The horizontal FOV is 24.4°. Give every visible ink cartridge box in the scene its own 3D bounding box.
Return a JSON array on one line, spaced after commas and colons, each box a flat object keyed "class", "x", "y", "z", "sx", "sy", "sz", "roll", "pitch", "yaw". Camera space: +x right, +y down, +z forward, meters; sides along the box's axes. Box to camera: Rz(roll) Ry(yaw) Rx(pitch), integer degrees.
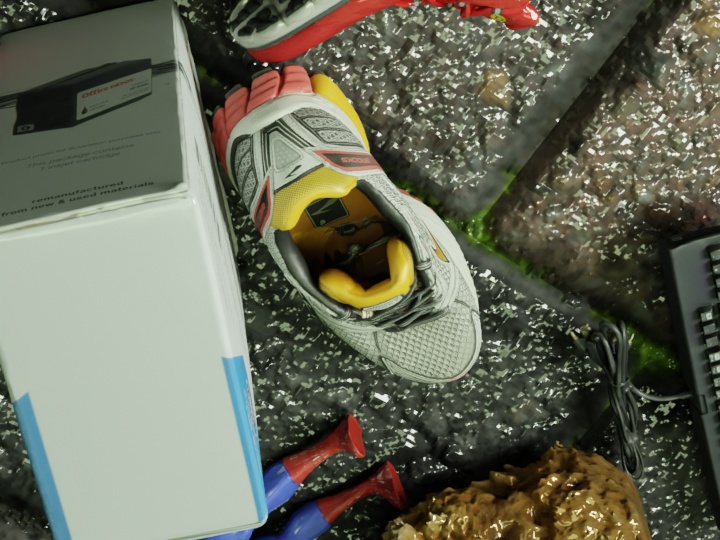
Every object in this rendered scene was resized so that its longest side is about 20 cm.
[{"class": "ink cartridge box", "x": -0.096, "y": -0.005, "z": 0.673, "sx": 0.084, "sy": 0.200, "sz": 0.145, "roll": -12, "pitch": 119, "yaw": -1}]

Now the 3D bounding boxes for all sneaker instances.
[{"class": "sneaker", "x": 0.000, "y": 0.000, "z": 0.746, "sx": 0.078, "sy": 0.082, "sz": 0.200, "roll": -33, "pitch": 137, "yaw": 9}, {"class": "sneaker", "x": 0.041, "y": -0.131, "z": 0.705, "sx": 0.200, "sy": 0.077, "sz": 0.085, "roll": -27, "pitch": 125, "yaw": 6}]

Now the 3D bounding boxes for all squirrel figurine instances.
[{"class": "squirrel figurine", "x": 0.070, "y": 0.192, "z": 0.862, "sx": 0.186, "sy": 0.142, "sz": 0.200, "roll": -18, "pitch": 106, "yaw": 11}]

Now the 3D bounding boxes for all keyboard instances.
[{"class": "keyboard", "x": 0.180, "y": 0.063, "z": 0.840, "sx": 0.127, "sy": 0.021, "sz": 0.200, "roll": -12, "pitch": 124, "yaw": 10}]

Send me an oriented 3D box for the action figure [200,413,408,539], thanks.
[{"class": "action figure", "x": -0.071, "y": 0.161, "z": 0.826, "sx": 0.200, "sy": 0.099, "sz": 0.065, "roll": -32, "pitch": 117, "yaw": 10}]
